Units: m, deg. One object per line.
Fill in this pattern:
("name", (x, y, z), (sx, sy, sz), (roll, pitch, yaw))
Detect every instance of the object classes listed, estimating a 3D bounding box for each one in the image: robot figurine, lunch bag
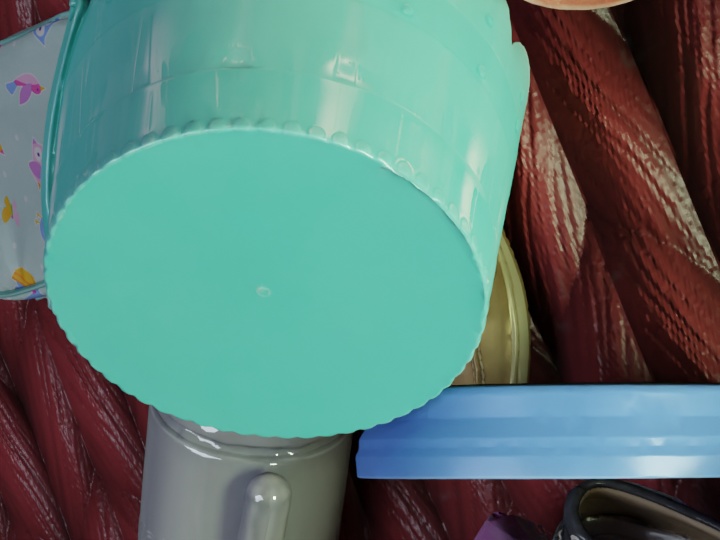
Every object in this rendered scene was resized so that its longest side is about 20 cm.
("robot figurine", (-0.062, 0.104, 1.260), (0.170, 0.112, 0.202), (-117, 31, -60))
("lunch bag", (-0.168, -0.065, 1.360), (0.199, 0.077, 0.162), (-16, 91, 51))

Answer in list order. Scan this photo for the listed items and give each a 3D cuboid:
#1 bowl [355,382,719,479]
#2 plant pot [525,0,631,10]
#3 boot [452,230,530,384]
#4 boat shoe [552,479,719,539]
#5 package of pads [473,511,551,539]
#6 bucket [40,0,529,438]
("bowl", (0.097, 0.070, 1.000), (0.200, 0.199, 0.040), (-6, 83, 50))
("plant pot", (0.059, -0.240, 0.957), (0.195, 0.199, 0.202), (41, 131, 44))
("boot", (0.000, 0.000, 1.115), (0.073, 0.154, 0.202), (3, 103, 57))
("boat shoe", (0.172, 0.153, 1.004), (0.199, 0.074, 0.061), (30, 145, 27))
("package of pads", (0.059, 0.229, 1.110), (0.201, 0.075, 0.120), (-57, 32, 3))
("bucket", (-0.033, -0.038, 0.934), (0.135, 0.206, 0.208), (-83, 20, -43))
